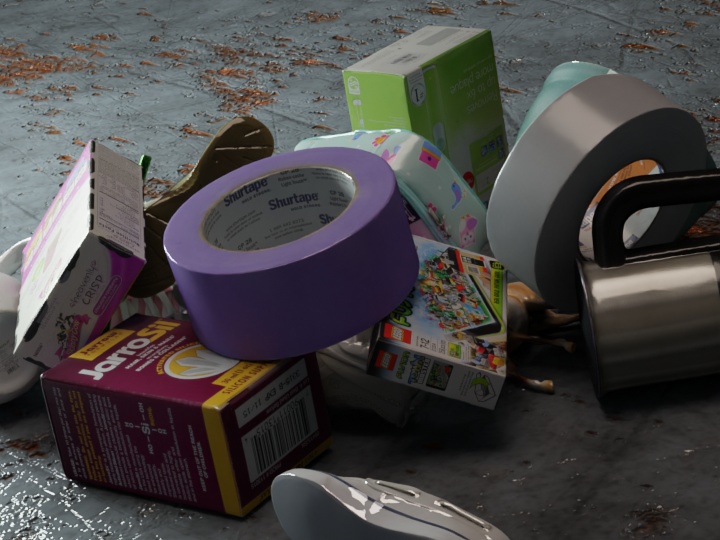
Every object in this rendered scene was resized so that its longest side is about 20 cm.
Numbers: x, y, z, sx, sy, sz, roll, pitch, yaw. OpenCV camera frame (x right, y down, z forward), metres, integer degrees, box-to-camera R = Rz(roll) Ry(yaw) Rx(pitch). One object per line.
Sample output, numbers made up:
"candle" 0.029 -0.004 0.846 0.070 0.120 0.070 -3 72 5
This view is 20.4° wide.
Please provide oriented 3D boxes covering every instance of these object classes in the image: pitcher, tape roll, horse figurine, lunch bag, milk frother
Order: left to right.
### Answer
"pitcher" -0.342 0.038 1.877 0.171 0.121 0.200 -43 24 -11
"tape roll" -0.057 -0.017 1.646 0.199 0.085 0.200 -14 28 7
"lunch bag" 0.022 -0.053 1.895 0.199 0.161 0.077 0 46 47
"horse figurine" 0.145 0.047 1.765 0.132 0.050 0.200 12 33 31
"tape roll" 0.202 -0.066 1.707 0.200 0.201 0.066 -24 47 -32
"milk frother" 0.275 0.010 1.696 0.187 0.182 0.200 -8 -9 2

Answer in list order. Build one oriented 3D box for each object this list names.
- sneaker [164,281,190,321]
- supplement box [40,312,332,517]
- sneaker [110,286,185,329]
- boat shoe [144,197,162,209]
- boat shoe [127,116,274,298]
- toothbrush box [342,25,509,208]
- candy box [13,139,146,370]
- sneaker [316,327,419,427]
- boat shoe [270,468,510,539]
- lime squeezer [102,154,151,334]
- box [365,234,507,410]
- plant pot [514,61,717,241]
"sneaker" -0.155 0.046 1.806 0.199 0.116 0.075 5 26 33
"supplement box" -0.143 0.115 1.652 0.199 0.104 0.131 6 28 35
"sneaker" -0.178 0.026 1.916 0.199 0.076 0.104 -19 18 -32
"boat shoe" -0.124 -0.030 1.899 0.199 0.073 0.063 2 -8 19
"boat shoe" -0.151 -0.052 1.840 0.201 0.072 0.066 -52 -5 -11
"toothbrush box" 0.072 -0.129 2.018 0.086 0.201 0.145 11 30 40
"candy box" -0.247 -0.012 1.775 0.061 0.137 0.200 27 21 -18
"sneaker" -0.041 0.077 1.684 0.199 0.083 0.075 19 24 24
"boat shoe" 0.022 0.189 1.462 0.199 0.074 0.065 22 32 36
"lime squeezer" -0.224 -0.003 1.867 0.038 0.201 0.070 21 -19 -30
"box" 0.066 0.038 1.667 0.109 0.035 0.200 16 27 -4
"plant pot" 0.219 -0.077 1.883 0.200 0.201 0.134 19 63 50
